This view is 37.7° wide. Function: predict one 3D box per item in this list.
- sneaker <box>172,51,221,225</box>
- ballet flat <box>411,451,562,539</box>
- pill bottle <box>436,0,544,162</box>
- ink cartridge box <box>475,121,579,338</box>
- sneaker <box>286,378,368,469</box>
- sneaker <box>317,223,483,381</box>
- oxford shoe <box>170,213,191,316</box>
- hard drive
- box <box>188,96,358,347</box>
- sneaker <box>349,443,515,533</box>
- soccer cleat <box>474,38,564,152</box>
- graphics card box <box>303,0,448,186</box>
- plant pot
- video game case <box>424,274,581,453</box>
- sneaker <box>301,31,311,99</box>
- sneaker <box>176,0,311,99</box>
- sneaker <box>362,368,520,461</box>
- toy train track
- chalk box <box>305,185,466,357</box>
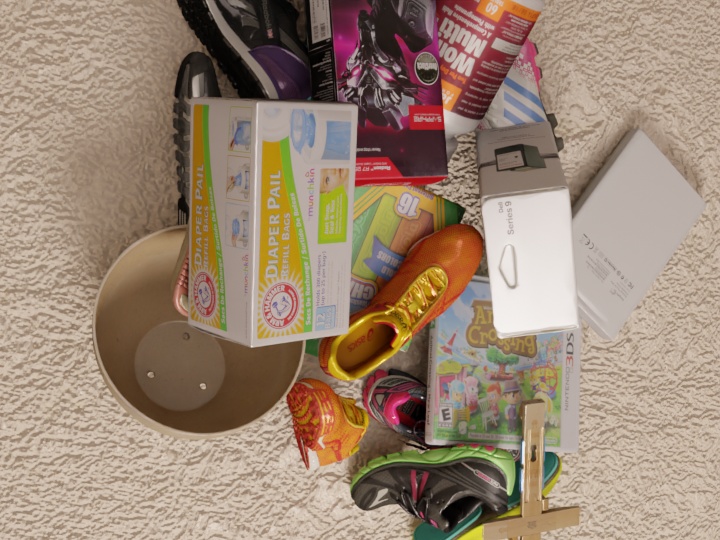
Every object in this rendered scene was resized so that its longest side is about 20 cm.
[{"bbox_3d":[-0.126,-0.118,1.057,0.114,0.075,0.203,-5,110,-21],"label":"sneaker"},{"bbox_3d":[0.148,0.278,1.207,0.198,0.067,0.068,-31,127,-7],"label":"ballet flat"},{"bbox_3d":[0.092,-0.208,1.056,0.108,0.110,0.202,21,113,-18],"label":"pill bottle"},{"bbox_3d":[0.163,-0.045,1.043,0.083,0.201,0.148,-7,114,8],"label":"ink cartridge box"},{"bbox_3d":[-0.031,0.146,1.063,0.076,0.200,0.074,-20,73,-8],"label":"sneaker"},{"bbox_3d":[0.046,0.036,0.996,0.200,0.077,0.073,-44,106,-6],"label":"sneaker"},{"bbox_3d":[-0.128,-0.051,0.981,0.071,0.073,0.202,39,72,-42],"label":"oxford shoe"},{"bbox_3d":[0.297,-0.041,1.199,0.132,0.026,0.201,42,78,-18],"label":"hard drive"},{"bbox_3d":[-0.077,-0.045,0.908,0.111,0.101,0.204,-6,102,-41],"label":"box"},{"bbox_3d":[0.070,0.235,1.115,0.076,0.198,0.085,25,57,-49],"label":"sneaker"},{"bbox_3d":[0.151,-0.192,1.122,0.085,0.070,0.202,-26,105,-11],"label":"soccer cleat"},{"bbox_3d":[0.015,-0.180,0.968,0.124,0.051,0.204,-4,90,-34],"label":"graphics card box"},{"bbox_3d":[-0.164,0.075,1.023,0.197,0.135,0.203,7,67,-17],"label":"plant pot"},{"bbox_3d":[0.161,0.102,1.154,0.197,0.022,0.185,8,80,-28],"label":"video game case"},{"bbox_3d":[-0.029,-0.212,1.066,0.199,0.077,0.080,-39,98,-8],"label":"sneaker"},{"bbox_3d":[-0.109,-0.244,1.026,0.087,0.076,0.201,-31,86,-22],"label":"sneaker"},{"bbox_3d":[0.096,0.176,1.162,0.198,0.075,0.082,21,93,-19],"label":"sneaker"},{"bbox_3d":[0.181,0.231,1.144,0.113,0.033,0.203,-6,109,-14],"label":"toy train track"},{"bbox_3d":[0.000,0.000,1.079,0.123,0.124,0.203,21,92,-18],"label":"chalk box"}]
